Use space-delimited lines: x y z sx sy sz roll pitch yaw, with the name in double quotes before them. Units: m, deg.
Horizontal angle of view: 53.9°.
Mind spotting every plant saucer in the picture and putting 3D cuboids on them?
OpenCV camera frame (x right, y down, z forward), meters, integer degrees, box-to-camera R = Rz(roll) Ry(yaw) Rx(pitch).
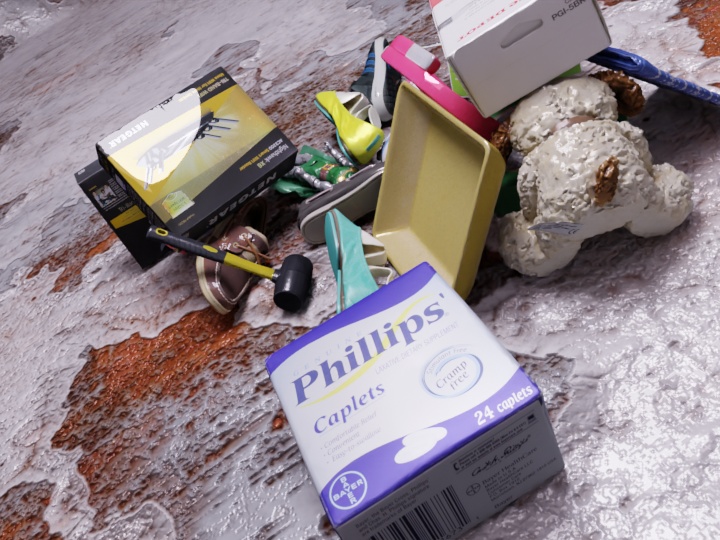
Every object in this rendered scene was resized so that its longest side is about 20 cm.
"plant saucer" 0.084 -0.077 0.760 0.048 0.201 0.200 -4 32 -22

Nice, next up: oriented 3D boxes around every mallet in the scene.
"mallet" -0.149 -0.019 0.839 0.199 0.041 0.066 25 46 -3

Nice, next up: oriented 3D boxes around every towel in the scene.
"towel" 0.320 -0.218 0.778 0.199 0.024 0.145 7 24 -31

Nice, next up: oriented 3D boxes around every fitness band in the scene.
"fitness band" 0.097 -0.209 0.833 0.037 0.143 0.200 -47 36 12

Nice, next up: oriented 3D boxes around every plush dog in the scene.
"plush dog" 0.208 -0.114 0.695 0.199 0.161 0.173 -21 60 10

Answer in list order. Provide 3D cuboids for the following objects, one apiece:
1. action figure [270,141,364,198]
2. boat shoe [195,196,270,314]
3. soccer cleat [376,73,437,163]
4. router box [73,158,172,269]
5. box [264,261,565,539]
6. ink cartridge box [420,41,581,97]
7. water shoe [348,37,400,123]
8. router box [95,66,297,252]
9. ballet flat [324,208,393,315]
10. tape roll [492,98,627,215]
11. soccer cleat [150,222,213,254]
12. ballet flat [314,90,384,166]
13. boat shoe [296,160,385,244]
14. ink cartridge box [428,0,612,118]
"action figure" -0.058 -0.139 0.996 0.199 0.055 0.118 21 56 39
"boat shoe" -0.153 -0.029 0.906 0.072 0.072 0.201 -25 31 21
"soccer cleat" 0.090 -0.208 0.966 0.086 0.070 0.201 -13 46 43
"router box" -0.277 -0.122 1.017 0.199 0.158 0.052 -35 35 -10
"box" 0.037 0.120 0.606 0.183 0.105 0.200 -31 38 -5
"ink cartridge box" 0.177 -0.290 0.975 0.147 0.076 0.200 -23 21 -26
"water shoe" 0.015 -0.300 1.116 0.078 0.072 0.201 -18 39 20
"router box" -0.206 -0.146 0.907 0.200 0.052 0.157 -41 83 -23
"ballet flat" 0.000 0.000 0.806 0.070 0.068 0.201 -2 39 -7
"tape roll" 0.215 -0.147 0.844 0.199 0.048 0.201 -17 40 14
"soccer cleat" -0.201 -0.104 1.004 0.200 0.073 0.068 -40 56 -9
"ballet flat" -0.011 -0.214 0.997 0.067 0.067 0.200 -42 36 13
"boat shoe" 0.006 -0.104 0.904 0.199 0.067 0.057 -26 44 7
"ink cartridge box" 0.161 -0.268 0.755 0.146 0.083 0.201 -28 32 19
